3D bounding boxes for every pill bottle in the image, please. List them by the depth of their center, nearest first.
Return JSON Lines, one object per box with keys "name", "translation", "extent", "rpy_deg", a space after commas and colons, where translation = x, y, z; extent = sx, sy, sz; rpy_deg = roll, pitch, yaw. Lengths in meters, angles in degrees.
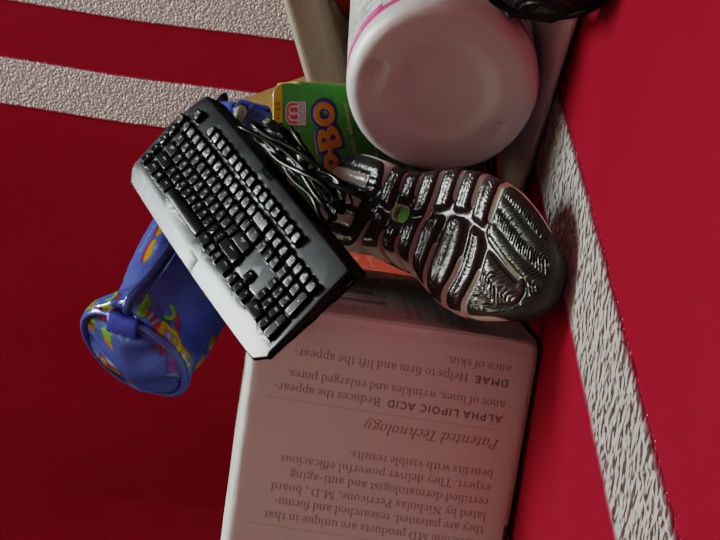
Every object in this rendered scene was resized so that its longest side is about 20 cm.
{"name": "pill bottle", "translation": [0.049, -0.162, 0.896], "extent": [0.201, 0.112, 0.114], "rpy_deg": [-87, 6, -52]}

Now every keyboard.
{"name": "keyboard", "translation": [-0.068, -0.045, 0.814], "extent": [0.200, 0.104, 0.040], "rpy_deg": [49, -179, 43]}

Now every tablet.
{"name": "tablet", "translation": [0.110, -0.145, 0.891], "extent": [0.201, 0.013, 0.131], "rpy_deg": [101, 174, -49]}

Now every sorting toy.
{"name": "sorting toy", "translation": [0.009, -0.174, 1.014], "extent": [0.200, 0.036, 0.187], "rpy_deg": [-50, -53, -60]}

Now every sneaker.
{"name": "sneaker", "translation": [0.072, -0.014, 0.840], "extent": [0.199, 0.115, 0.076], "rpy_deg": [29, 96, 49]}

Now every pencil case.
{"name": "pencil case", "translation": [-0.099, -0.021, 0.903], "extent": [0.201, 0.077, 0.087], "rpy_deg": [-63, -27, -29]}

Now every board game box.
{"name": "board game box", "translation": [0.015, -0.072, 0.935], "extent": [0.030, 0.199, 0.097], "rpy_deg": [5, 98, 45]}

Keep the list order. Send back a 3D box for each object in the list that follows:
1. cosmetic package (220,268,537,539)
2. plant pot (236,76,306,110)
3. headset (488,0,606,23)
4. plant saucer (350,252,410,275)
{"name": "cosmetic package", "translation": [0.003, 0.112, 0.886], "extent": [0.165, 0.163, 0.203], "rpy_deg": [-102, 20, -79]}
{"name": "plant pot", "translation": [-0.045, -0.110, 1.371], "extent": [0.186, 0.197, 0.189], "rpy_deg": [-1, -90, -77]}
{"name": "headset", "translation": [0.087, -0.190, 0.729], "extent": [0.200, 0.093, 0.125], "rpy_deg": [-103, 20, -77]}
{"name": "plant saucer", "translation": [0.000, 0.000, 1.096], "extent": [0.036, 0.198, 0.202], "rpy_deg": [-14, -59, -47]}
